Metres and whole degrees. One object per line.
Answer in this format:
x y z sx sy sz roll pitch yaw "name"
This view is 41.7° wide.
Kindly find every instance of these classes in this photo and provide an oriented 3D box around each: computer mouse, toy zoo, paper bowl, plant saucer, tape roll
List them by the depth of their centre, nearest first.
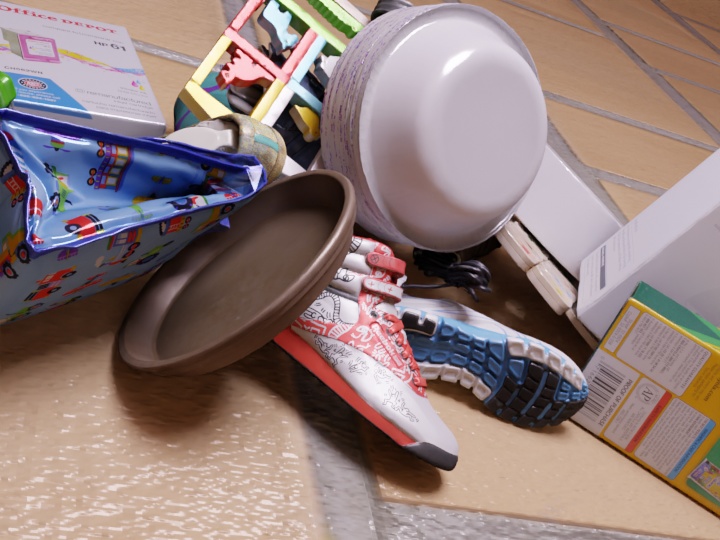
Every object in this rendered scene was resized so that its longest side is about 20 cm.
-0.083 0.003 0.663 0.030 0.199 0.201 54 18 -26 "plant saucer"
0.000 0.000 0.776 0.198 0.044 0.110 -2 13 -12 "computer mouse"
0.074 -0.116 0.778 0.199 0.203 0.104 3 7 -34 "paper bowl"
-0.062 -0.156 0.785 0.131 0.020 0.201 38 63 -16 "toy zoo"
0.214 -0.071 1.016 0.202 0.071 0.203 43 15 -14 "tape roll"

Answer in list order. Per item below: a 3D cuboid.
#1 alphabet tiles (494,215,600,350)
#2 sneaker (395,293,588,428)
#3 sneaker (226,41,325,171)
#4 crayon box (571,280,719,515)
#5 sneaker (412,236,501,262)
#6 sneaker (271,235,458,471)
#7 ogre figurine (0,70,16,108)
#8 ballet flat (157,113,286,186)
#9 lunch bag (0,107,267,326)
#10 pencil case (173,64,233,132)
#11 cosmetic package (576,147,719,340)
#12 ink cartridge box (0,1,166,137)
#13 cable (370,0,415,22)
0.180 -0.007 0.929 0.196 0.015 0.200 53 16 9 "alphabet tiles"
0.098 0.062 0.794 0.199 0.075 0.087 23 23 -4 "sneaker"
-0.040 -0.158 0.883 0.146 0.077 0.203 42 31 -8 "sneaker"
0.284 0.117 0.787 0.199 0.126 0.052 34 30 14 "crayon box"
0.097 -0.036 0.964 0.070 0.076 0.200 33 8 23 "sneaker"
0.014 0.047 0.692 0.201 0.108 0.067 38 -4 14 "sneaker"
-0.359 -0.122 0.699 0.098 0.199 0.120 57 -1 -32 "ogre figurine"
-0.153 -0.075 0.717 0.198 0.071 0.071 -13 21 21 "ballet flat"
-0.166 -0.029 0.633 0.199 0.150 0.095 -6 72 -45 "lunch bag"
-0.129 -0.113 0.887 0.092 0.086 0.201 1 35 -12 "pencil case"
0.337 0.022 0.852 0.199 0.200 0.123 44 29 -8 "cosmetic package"
-0.271 -0.156 0.848 0.143 0.085 0.200 5 34 -31 "ink cartridge box"
0.030 -0.220 0.901 0.097 0.051 0.200 30 -11 14 "cable"
